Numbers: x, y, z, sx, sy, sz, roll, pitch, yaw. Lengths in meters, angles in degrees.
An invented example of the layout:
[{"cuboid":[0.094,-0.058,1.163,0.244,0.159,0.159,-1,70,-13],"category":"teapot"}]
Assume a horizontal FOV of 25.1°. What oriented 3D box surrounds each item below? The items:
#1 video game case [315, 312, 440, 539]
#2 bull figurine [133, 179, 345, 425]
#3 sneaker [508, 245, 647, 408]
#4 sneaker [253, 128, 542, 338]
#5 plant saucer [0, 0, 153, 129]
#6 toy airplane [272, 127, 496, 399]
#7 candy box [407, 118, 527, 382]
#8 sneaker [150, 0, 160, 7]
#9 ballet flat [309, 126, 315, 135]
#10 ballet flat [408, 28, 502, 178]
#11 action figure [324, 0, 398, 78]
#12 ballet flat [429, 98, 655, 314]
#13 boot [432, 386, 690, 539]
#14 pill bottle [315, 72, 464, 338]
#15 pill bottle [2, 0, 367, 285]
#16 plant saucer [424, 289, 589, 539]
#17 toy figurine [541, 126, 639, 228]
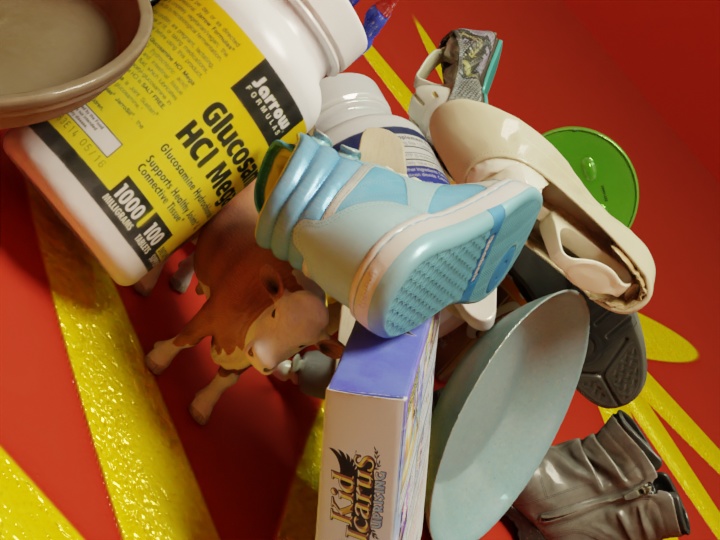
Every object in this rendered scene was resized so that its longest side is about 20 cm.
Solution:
[{"cuboid":[0.010,0.113,0.914,0.045,0.184,0.200,7,20,6],"category":"video game case"},{"cuboid":[-0.072,0.011,0.949,0.065,0.121,0.201,39,23,-32],"category":"bull figurine"},{"cuboid":[0.156,0.007,1.236,0.200,0.076,0.114,54,16,1],"category":"sneaker"},{"cuboid":[0.017,-0.038,0.912,0.130,0.080,0.199,33,22,20],"category":"sneaker"},{"cuboid":[-0.210,-0.131,0.860,0.197,0.030,0.201,6,37,-5],"category":"plant saucer"},{"cuboid":[0.000,0.000,1.108,0.199,0.141,0.200,-24,69,-42],"category":"toy airplane"},{"cuboid":[0.071,-0.021,1.352,0.201,0.115,0.055,59,21,19],"category":"candy box"},{"cuboid":[-0.119,-0.182,0.974,0.200,0.075,0.080,175,-107,-81],"category":"sneaker"},{"cuboid":[-0.090,-0.143,1.262,0.072,0.068,0.201,38,21,-43],"category":"ballet flat"},{"cuboid":[0.073,-0.136,1.318,0.072,0.072,0.201,45,31,-21],"category":"ballet flat"},{"cuboid":[-0.007,-0.185,1.318,0.065,0.200,0.099,49,31,10],"category":"action figure"},{"cuboid":[0.124,-0.038,1.092,0.199,0.070,0.070,37,23,-17],"category":"ballet flat"},{"cuboid":[0.155,0.142,1.237,0.201,0.130,0.068,52,18,-1],"category":"boot"},{"cuboid":[0.012,-0.050,1.260,0.119,0.119,0.201,25,32,-53],"category":"pill bottle"},{"cuboid":[-0.096,-0.096,0.926,0.113,0.200,0.113,47,-8,9],"category":"pill bottle"},{"cuboid":[0.092,0.097,1.126,0.038,0.203,0.200,28,8,26],"category":"plant saucer"},{"cuboid":[0.250,-0.072,1.886,0.184,0.148,0.202,-56,130,-80],"category":"toy figurine"}]
